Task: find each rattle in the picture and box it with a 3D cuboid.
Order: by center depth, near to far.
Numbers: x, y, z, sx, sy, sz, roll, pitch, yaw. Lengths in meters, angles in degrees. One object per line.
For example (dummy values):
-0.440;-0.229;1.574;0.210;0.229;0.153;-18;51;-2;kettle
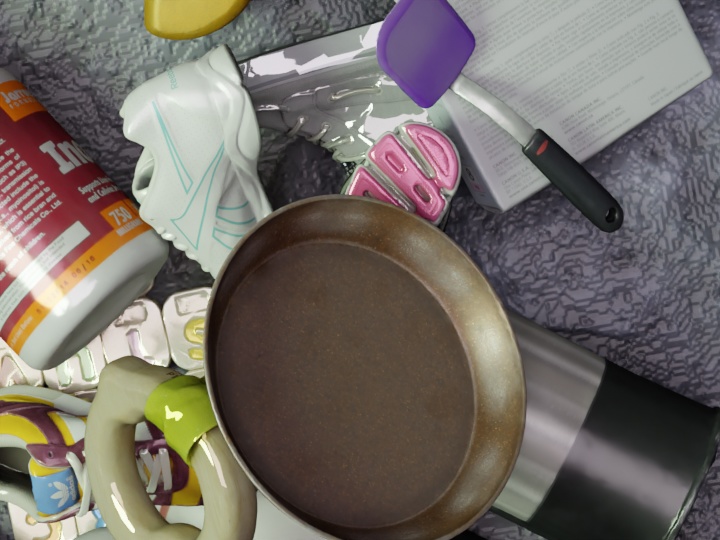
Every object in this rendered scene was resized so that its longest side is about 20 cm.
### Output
-0.081;0.134;1.424;0.130;0.143;0.201;7;115;27;rattle

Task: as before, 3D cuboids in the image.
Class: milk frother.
0.093;0.125;1.446;0.188;0.200;0.181;26;96;1;milk frother

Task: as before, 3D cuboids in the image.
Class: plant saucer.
-0.002;0.058;1.362;0.200;0.034;0.201;10;68;-27;plant saucer

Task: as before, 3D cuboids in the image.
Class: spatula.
0.084;-0.085;1.436;0.200;0.021;0.057;41;78;-22;spatula

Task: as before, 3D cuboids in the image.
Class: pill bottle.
-0.217;-0.047;1.484;0.113;0.113;0.200;-44;86;2;pill bottle

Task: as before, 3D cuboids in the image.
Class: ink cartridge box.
0.097;-0.159;1.467;0.162;0.057;0.200;-33;103;-13;ink cartridge box

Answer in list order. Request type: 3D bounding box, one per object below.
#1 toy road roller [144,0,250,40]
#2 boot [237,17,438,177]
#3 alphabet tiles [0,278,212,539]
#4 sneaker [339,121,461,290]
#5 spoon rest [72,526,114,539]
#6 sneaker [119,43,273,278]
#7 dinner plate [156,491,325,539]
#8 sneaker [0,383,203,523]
-0.063;-0.212;1.480;0.199;0.123;0.147;3;107;2;toy road roller
-0.018;-0.092;1.503;0.199;0.074;0.096;-16;97;5;boot
-0.172;0.074;1.541;0.199;0.015;0.196;-11;92;1;alphabet tiles
0.000;0.000;1.466;0.074;0.087;0.200;32;103;5;sneaker
-0.099;0.223;1.476;0.200;0.061;0.099;33;52;14;spoon rest
-0.091;-0.041;1.471;0.080;0.071;0.201;-18;130;-7;sneaker
-0.057;0.177;1.508;0.199;0.024;0.201;3;98;23;dinner plate
-0.147;0.116;1.465;0.199;0.090;0.075;0;114;20;sneaker
